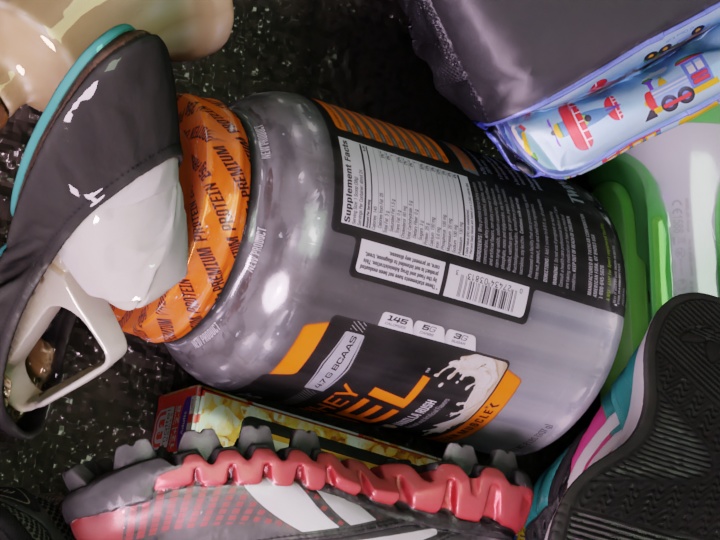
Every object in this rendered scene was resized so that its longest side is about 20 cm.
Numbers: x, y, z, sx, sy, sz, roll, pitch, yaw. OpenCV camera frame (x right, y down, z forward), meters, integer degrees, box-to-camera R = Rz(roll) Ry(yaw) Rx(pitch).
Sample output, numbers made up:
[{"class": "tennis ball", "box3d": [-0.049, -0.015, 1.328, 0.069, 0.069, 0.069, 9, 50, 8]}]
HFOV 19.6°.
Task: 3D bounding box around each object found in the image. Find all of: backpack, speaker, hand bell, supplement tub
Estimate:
[{"class": "backpack", "box3d": [0.102, -0.133, 0.899, 0.181, 0.200, 0.135, -28, 98, 1]}, {"class": "speaker", "box3d": [0.148, 0.024, 0.963, 0.088, 0.088, 0.202, 4, 79, -28]}, {"class": "hand bell", "box3d": [-0.145, -0.055, 0.773, 0.104, 0.104, 0.200, 45, 62, -14]}, {"class": "supplement tub", "box3d": [0.000, 0.000, 0.858, 0.199, 0.122, 0.124, 15, 73, -29]}]

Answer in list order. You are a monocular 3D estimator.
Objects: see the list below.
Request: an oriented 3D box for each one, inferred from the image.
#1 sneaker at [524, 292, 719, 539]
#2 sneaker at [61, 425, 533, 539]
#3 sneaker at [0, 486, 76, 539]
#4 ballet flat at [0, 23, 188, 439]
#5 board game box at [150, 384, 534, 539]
[{"class": "sneaker", "box3d": [0.104, 0.111, 0.838, 0.083, 0.121, 0.200, 26, 42, 7]}, {"class": "sneaker", "box3d": [-0.021, 0.114, 0.806, 0.199, 0.071, 0.099, 8, 75, -28]}, {"class": "sneaker", "box3d": [-0.124, 0.174, 0.752, 0.076, 0.114, 0.201, -14, 75, 14]}, {"class": "ballet flat", "box3d": [-0.102, -0.005, 0.770, 0.068, 0.200, 0.068, 45, 45, 8]}, {"class": "board game box", "box3d": [-0.003, 0.148, 0.878, 0.199, 0.046, 0.153, 19, 72, -25]}]
